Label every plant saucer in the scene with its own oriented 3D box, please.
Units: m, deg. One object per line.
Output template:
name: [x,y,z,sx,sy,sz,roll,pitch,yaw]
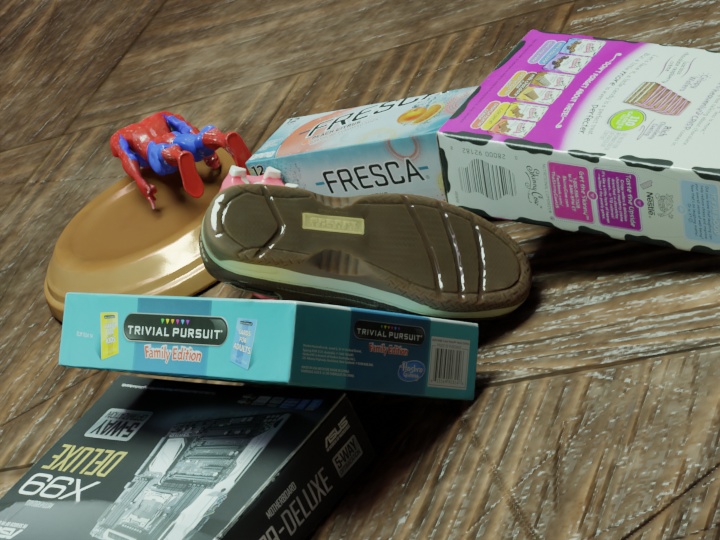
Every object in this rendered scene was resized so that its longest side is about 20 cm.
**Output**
plant saucer: [-0.148,-0.032,1.649,0.199,0.038,0.200,-22,26,11]

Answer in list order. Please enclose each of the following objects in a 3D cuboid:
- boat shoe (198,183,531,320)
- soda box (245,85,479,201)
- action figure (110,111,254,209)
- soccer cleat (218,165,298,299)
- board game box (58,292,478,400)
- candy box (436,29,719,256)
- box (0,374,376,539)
boat shoe: [0.001,-0.006,1.359,0.075,0.201,0.075,118,163,-61]
soda box: [0.023,-0.073,1.522,0.199,0.069,0.064,-7,29,37]
action figure: [-0.138,-0.085,1.641,0.065,0.052,0.200,-29,21,-16]
soccer cleat: [-0.041,0.000,1.476,0.066,0.077,0.200,-2,28,-32]
board game box: [-0.055,0.043,1.310,0.199,0.047,0.151,2,-5,44]
candy box: [0.165,-0.079,1.351,0.199,0.061,0.136,10,38,30]
box: [-0.113,0.133,1.298,0.199,0.050,0.158,2,38,44]
